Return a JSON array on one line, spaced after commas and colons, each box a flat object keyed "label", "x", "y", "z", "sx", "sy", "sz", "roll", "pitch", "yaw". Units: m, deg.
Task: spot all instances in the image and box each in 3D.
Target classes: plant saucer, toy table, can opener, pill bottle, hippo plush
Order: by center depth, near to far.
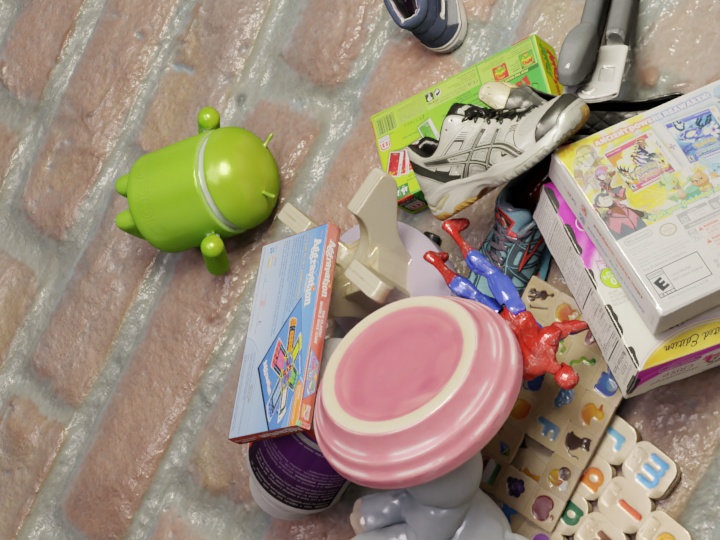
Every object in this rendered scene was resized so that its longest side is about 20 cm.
[{"label": "plant saucer", "x": 0.042, "y": 0.095, "z": 1.335, "sx": 0.199, "sy": 0.051, "sz": 0.202, "roll": -19, "pitch": 40, "yaw": 17}, {"label": "hippo plush", "x": 0.058, "y": 0.213, "z": 1.368, "sx": 0.199, "sy": 0.162, "sz": 0.159, "roll": 24, "pitch": 55, "yaw": 38}, {"label": "can opener", "x": 0.227, "y": -0.228, "z": 1.424, "sx": 0.052, "sy": 0.067, "sz": 0.201, "roll": 2, "pitch": 43, "yaw": 19}, {"label": "pill bottle", "x": -0.044, "y": 0.163, "z": 1.497, "sx": 0.113, "sy": 0.112, "sz": 0.200, "roll": 63, "pitch": 144, "yaw": 27}, {"label": "toy table", "x": 0.000, "y": 0.000, "z": 1.509, "sx": 0.199, "sy": 0.117, "sz": 0.185, "roll": 22, "pitch": 82, "yaw": 48}]

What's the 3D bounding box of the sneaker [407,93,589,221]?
[{"label": "sneaker", "x": 0.116, "y": -0.120, "z": 1.383, "sx": 0.199, "sy": 0.075, "sz": 0.088, "roll": -31, "pitch": 90, "yaw": 41}]

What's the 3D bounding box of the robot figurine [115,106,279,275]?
[{"label": "robot figurine", "x": -0.175, "y": -0.089, "z": 1.676, "sx": 0.199, "sy": 0.115, "sz": 0.177, "roll": -16, "pitch": 65, "yaw": 29}]

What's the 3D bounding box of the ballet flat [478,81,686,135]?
[{"label": "ballet flat", "x": 0.209, "y": -0.156, "z": 1.425, "sx": 0.198, "sy": 0.067, "sz": 0.057, "roll": 9, "pitch": 114, "yaw": -2}]

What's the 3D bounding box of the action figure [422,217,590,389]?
[{"label": "action figure", "x": 0.153, "y": 0.036, "z": 1.403, "sx": 0.200, "sy": 0.098, "sz": 0.066, "roll": 54, "pitch": 127, "yaw": 35}]

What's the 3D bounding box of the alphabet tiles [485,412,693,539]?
[{"label": "alphabet tiles", "x": 0.206, "y": 0.234, "z": 1.408, "sx": 0.195, "sy": 0.015, "sz": 0.201, "roll": 39, "pitch": 101, "yaw": 35}]

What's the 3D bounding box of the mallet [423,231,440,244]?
[{"label": "mallet", "x": 0.028, "y": 0.054, "z": 1.560, "sx": 0.065, "sy": 0.041, "sz": 0.202, "roll": 11, "pitch": 80, "yaw": 37}]

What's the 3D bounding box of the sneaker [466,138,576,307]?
[{"label": "sneaker", "x": 0.147, "y": -0.044, "z": 1.463, "sx": 0.079, "sy": 0.095, "sz": 0.201, "roll": 35, "pitch": 100, "yaw": 34}]

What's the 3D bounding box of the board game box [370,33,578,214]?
[{"label": "board game box", "x": 0.112, "y": -0.146, "z": 1.540, "sx": 0.199, "sy": 0.047, "sz": 0.102, "roll": -25, "pitch": 67, "yaw": 27}]

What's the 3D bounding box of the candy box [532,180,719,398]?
[{"label": "candy box", "x": 0.257, "y": -0.002, "z": 1.361, "sx": 0.135, "sy": 0.061, "sz": 0.201, "roll": -18, "pitch": 64, "yaw": -13}]

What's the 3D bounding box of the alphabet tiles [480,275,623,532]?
[{"label": "alphabet tiles", "x": 0.158, "y": 0.116, "z": 1.436, "sx": 0.167, "sy": 0.008, "sz": 0.201, "roll": 31, "pitch": 100, "yaw": 28}]

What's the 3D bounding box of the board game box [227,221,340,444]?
[{"label": "board game box", "x": -0.071, "y": 0.059, "z": 1.432, "sx": 0.103, "sy": 0.019, "sz": 0.202, "roll": -18, "pitch": 56, "yaw": 47}]

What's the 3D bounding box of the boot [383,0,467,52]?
[{"label": "boot", "x": 0.052, "y": -0.329, "z": 1.598, "sx": 0.072, "sy": 0.090, "sz": 0.201, "roll": -30, "pitch": 64, "yaw": 24}]

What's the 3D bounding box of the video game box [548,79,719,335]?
[{"label": "video game box", "x": 0.293, "y": -0.062, "z": 1.334, "sx": 0.199, "sy": 0.047, "sz": 0.183, "roll": -23, "pitch": 66, "yaw": -14}]
